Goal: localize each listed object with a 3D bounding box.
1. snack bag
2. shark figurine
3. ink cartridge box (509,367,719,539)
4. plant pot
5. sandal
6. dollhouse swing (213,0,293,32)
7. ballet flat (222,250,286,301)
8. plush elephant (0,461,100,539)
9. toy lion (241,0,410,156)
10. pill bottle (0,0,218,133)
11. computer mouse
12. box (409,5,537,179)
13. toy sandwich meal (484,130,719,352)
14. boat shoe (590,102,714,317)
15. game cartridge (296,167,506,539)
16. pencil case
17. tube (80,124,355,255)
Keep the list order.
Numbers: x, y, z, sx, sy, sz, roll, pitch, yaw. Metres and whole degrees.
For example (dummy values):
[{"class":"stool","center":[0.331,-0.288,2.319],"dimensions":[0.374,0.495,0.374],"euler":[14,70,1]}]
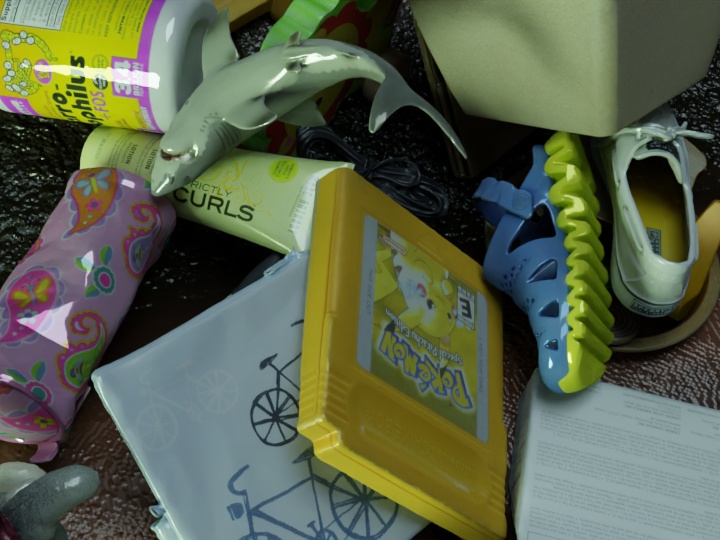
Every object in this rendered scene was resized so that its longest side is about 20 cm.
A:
[{"class":"snack bag","center":[-0.053,0.108,0.827],"dimensions":[0.188,0.021,0.201],"euler":[-32,94,-38]},{"class":"shark figurine","center":[-0.032,-0.113,0.904],"dimensions":[0.213,0.089,0.129],"euler":[-8,62,29]},{"class":"ink cartridge box","center":[0.175,0.171,0.884],"dimensions":[0.159,0.047,0.201],"euler":[14,54,-1]},{"class":"plant pot","center":[0.150,-0.206,0.965],"dimensions":[0.199,0.178,0.199],"euler":[17,36,41]},{"class":"sandal","center":[0.125,-0.003,0.946],"dimensions":[0.087,0.080,0.201],"euler":[-13,53,18]},{"class":"dollhouse swing","center":[-0.128,-0.305,1.113],"dimensions":[0.200,0.182,0.176],"euler":[38,35,17]},{"class":"ballet flat","center":[-0.081,0.069,0.892],"dimensions":[0.073,0.073,0.201],"euler":[7,56,-7]},{"class":"plush elephant","center":[-0.217,0.149,0.755],"dimensions":[0.154,0.200,0.165],"euler":[1,50,-41]},{"class":"toy lion","center":[-0.019,-0.177,1.017],"dimensions":[0.069,0.201,0.192],"euler":[34,36,15]},{"class":"pill bottle","center":[-0.206,-0.159,0.976],"dimensions":[0.199,0.105,0.105],"euler":[9,50,14]},{"class":"computer mouse","center":[0.000,0.000,0.965],"dimensions":[0.138,0.053,0.201],"euler":[24,47,-28]},{"class":"box","center":[0.124,-0.191,1.085],"dimensions":[0.021,0.164,0.200],"euler":[13,40,45]},{"class":"toy sandwich meal","center":[0.190,-0.032,1.023],"dimensions":[0.204,0.070,0.206],"euler":[6,52,-8]},{"class":"boat shoe","center":[0.207,-0.073,0.964],"dimensions":[0.074,0.086,0.203],"euler":[9,55,-5]},{"class":"game cartridge","center":[0.034,0.055,0.883],"dimensions":[0.176,0.032,0.201],"euler":[34,43,-36]},{"class":"pencil case","center":[-0.192,0.024,0.895],"dimensions":[0.087,0.088,0.201],"euler":[19,52,3]},{"class":"tube","center":[-0.103,-0.061,0.954],"dimensions":[0.199,0.058,0.052],"euler":[15,25,25]}]
